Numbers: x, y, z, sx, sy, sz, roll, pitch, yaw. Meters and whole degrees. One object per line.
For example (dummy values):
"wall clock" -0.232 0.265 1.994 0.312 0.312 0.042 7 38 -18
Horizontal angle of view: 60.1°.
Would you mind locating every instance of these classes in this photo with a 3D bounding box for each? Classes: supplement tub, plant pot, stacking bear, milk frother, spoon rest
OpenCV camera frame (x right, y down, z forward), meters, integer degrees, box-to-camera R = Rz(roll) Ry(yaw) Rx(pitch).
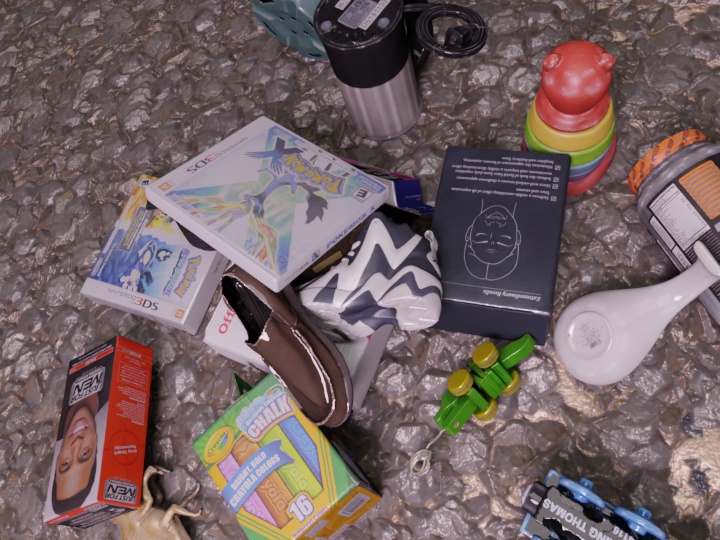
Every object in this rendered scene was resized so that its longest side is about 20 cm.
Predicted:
"supplement tub" 0.391 -0.049 0.680 0.121 0.123 0.202 -25 62 2
"plant pot" -0.059 -0.449 0.952 0.198 0.200 0.198 26 81 23
"stacking bear" 0.249 -0.186 0.735 0.120 0.200 0.115 10 68 18
"milk frother" 0.063 -0.269 0.828 0.180 0.188 0.201 -36 62 -3
"spoon rest" 0.293 0.047 0.665 0.200 0.060 0.100 -43 57 34

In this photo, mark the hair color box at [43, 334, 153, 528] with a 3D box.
"hair color box" -0.313 0.193 0.755 0.101 0.061 0.202 -26 53 25

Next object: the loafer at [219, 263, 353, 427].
"loafer" -0.083 0.075 0.626 0.073 0.071 0.201 -44 75 34

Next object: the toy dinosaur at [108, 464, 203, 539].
"toy dinosaur" -0.252 0.282 0.729 0.197 0.058 0.102 13 71 20

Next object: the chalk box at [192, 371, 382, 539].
"chalk box" -0.091 0.203 0.687 0.124 0.125 0.200 -40 61 -7

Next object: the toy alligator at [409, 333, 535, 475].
"toy alligator" 0.117 0.142 0.705 0.200 0.059 0.054 -47 19 -3

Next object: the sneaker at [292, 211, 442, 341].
"sneaker" 0.000 0.000 0.689 0.197 0.080 0.131 -12 47 31

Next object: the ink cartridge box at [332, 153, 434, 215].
"ink cartridge box" 0.010 -0.118 0.826 0.198 0.094 0.038 23 107 21

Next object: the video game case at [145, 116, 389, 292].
"video game case" -0.099 -0.084 0.674 0.199 0.022 0.182 33 54 23

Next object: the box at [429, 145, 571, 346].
"box" 0.161 -0.031 0.739 0.146 0.107 0.203 8 67 17

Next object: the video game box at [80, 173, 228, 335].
"video game box" -0.275 -0.029 0.886 0.180 0.047 0.202 14 70 17

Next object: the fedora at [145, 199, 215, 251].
"fedora" -0.168 -0.086 0.801 0.198 0.093 0.201 -15 21 6

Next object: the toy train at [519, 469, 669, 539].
"toy train" 0.242 0.263 0.579 0.198 0.114 0.087 27 78 24

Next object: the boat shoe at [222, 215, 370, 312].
"boat shoe" -0.075 -0.021 0.731 0.198 0.072 0.076 -27 47 -9

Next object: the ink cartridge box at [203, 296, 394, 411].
"ink cartridge box" -0.068 0.064 0.766 0.197 0.086 0.149 17 70 22
